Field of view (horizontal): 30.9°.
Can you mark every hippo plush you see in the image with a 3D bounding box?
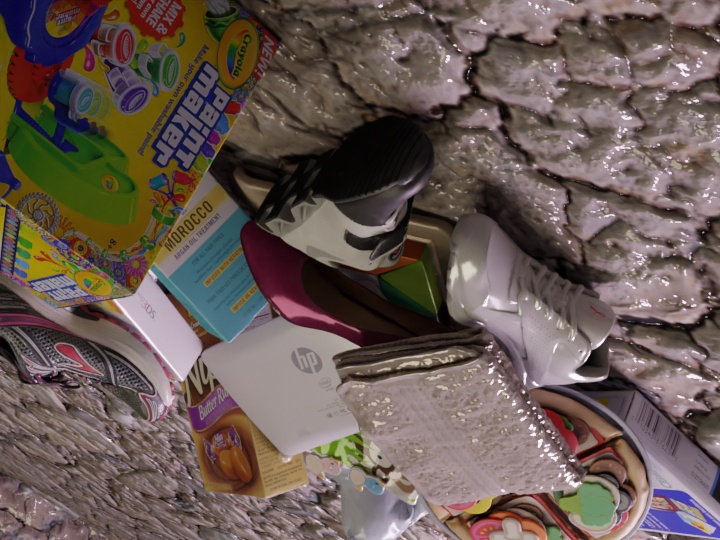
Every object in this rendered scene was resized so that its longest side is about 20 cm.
[{"bbox_3d":[-0.005,0.179,1.277,0.161,0.200,0.159,54,167,-14],"label":"hippo plush"}]

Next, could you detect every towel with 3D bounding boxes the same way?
[{"bbox_3d":[0.074,0.116,0.970,0.132,0.035,0.200,-12,136,29],"label":"towel"}]

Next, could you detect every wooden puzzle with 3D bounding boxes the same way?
[{"bbox_3d":[0.000,0.000,1.045,0.200,0.037,0.185,18,156,21],"label":"wooden puzzle"}]

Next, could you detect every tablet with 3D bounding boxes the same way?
[{"bbox_3d":[-0.030,0.087,1.091,0.200,0.014,0.130,-24,113,35],"label":"tablet"}]

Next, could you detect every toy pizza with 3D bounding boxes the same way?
[{"bbox_3d":[0.137,0.175,1.065,0.200,0.032,0.201,7,123,10],"label":"toy pizza"}]

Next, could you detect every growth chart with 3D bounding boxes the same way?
[{"bbox_3d":[0.016,0.141,1.129,0.199,0.018,0.145,13,122,22],"label":"growth chart"}]

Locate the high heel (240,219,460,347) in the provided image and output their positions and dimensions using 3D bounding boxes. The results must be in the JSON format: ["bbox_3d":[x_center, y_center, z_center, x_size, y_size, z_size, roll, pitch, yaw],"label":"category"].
[{"bbox_3d":[0.002,0.019,0.979,0.200,0.067,0.096,43,128,-12],"label":"high heel"}]

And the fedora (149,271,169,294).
[{"bbox_3d":[-0.193,-0.037,1.103,0.200,0.092,0.201,23,157,11],"label":"fedora"}]

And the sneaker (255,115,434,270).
[{"bbox_3d":[0.009,-0.044,0.891,0.088,0.074,0.200,39,158,-17],"label":"sneaker"}]

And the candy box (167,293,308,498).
[{"bbox_3d":[-0.121,0.111,1.236,0.117,0.056,0.201,-8,94,54],"label":"candy box"}]

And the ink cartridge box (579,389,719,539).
[{"bbox_3d":[0.221,0.173,1.163,0.198,0.047,0.200,39,156,-29],"label":"ink cartridge box"}]

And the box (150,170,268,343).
[{"bbox_3d":[-0.144,-0.043,1.005,0.200,0.082,0.049,50,166,-26],"label":"box"}]

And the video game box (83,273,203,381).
[{"bbox_3d":[-0.247,0.008,1.081,0.182,0.047,0.200,13,153,27],"label":"video game box"}]

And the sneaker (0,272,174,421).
[{"bbox_3d":[-0.237,0.065,1.038,0.200,0.075,0.081,38,154,-25],"label":"sneaker"}]

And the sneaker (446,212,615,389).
[{"bbox_3d":[0.128,0.020,0.922,0.099,0.078,0.200,0,152,29],"label":"sneaker"}]

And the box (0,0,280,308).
[{"bbox_3d":[-0.191,-0.114,0.804,0.193,0.200,0.122,39,154,-27],"label":"box"}]
